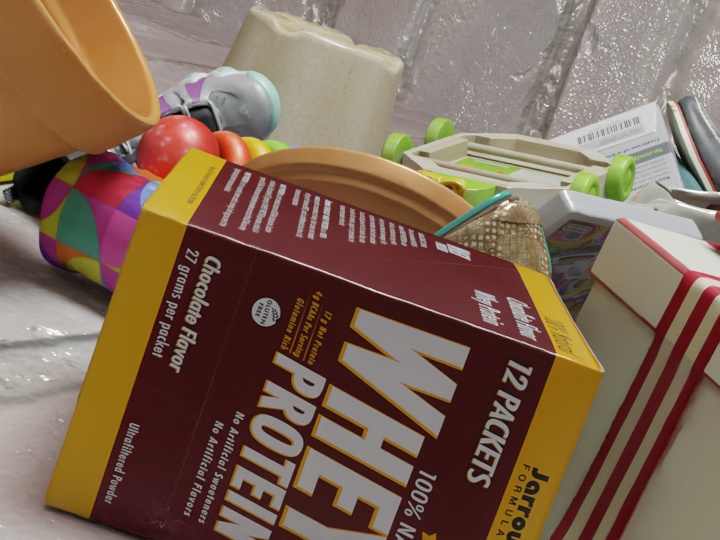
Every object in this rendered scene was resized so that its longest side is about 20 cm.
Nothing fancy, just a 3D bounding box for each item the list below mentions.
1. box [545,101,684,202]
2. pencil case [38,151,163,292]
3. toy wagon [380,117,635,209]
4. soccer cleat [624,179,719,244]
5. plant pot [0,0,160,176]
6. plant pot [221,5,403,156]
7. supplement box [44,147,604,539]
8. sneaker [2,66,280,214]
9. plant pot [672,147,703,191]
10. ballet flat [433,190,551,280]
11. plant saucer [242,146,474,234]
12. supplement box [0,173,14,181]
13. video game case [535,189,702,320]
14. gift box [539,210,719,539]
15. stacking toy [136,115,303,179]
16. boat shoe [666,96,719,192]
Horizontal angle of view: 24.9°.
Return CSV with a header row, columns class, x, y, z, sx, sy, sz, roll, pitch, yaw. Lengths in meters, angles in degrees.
class,x,y,z,sx,sy,sz,roll,pitch,yaw
box,0.164,-0.023,1.180,0.201,0.155,0.041,-94,159,-48
pencil case,-0.103,-0.002,0.987,0.199,0.089,0.088,27,12,25
toy wagon,0.091,-0.064,1.118,0.154,0.040,0.200,14,20,27
soccer cleat,0.173,-0.019,1.058,0.199,0.078,0.069,-10,23,5
plant pot,-0.229,-0.136,0.965,0.201,0.140,0.200,57,8,-13
plant pot,-0.056,-0.106,1.320,0.199,0.184,0.200,20,10,-4
supplement box,-0.015,0.049,0.754,0.199,0.133,0.197,19,10,-4
sneaker,-0.159,-0.079,1.150,0.199,0.078,0.140,-21,10,18
plant pot,0.224,0.023,1.228,0.142,0.141,0.200,59,5,-29
ballet flat,0.016,0.033,0.878,0.065,0.199,0.070,59,9,9
plant saucer,0.000,0.000,1.032,0.199,0.038,0.201,15,-32,10
supplement box,-0.292,-0.136,1.225,0.108,0.110,0.200,22,11,9
video game case,0.093,0.023,0.983,0.143,0.200,0.018,8,51,-48
gift box,0.205,0.082,0.811,0.199,0.188,0.185,10,22,-35
stacking toy,-0.068,-0.055,1.101,0.199,0.086,0.085,15,11,-46
boat shoe,0.299,-0.050,1.242,0.201,0.062,0.071,62,8,10
